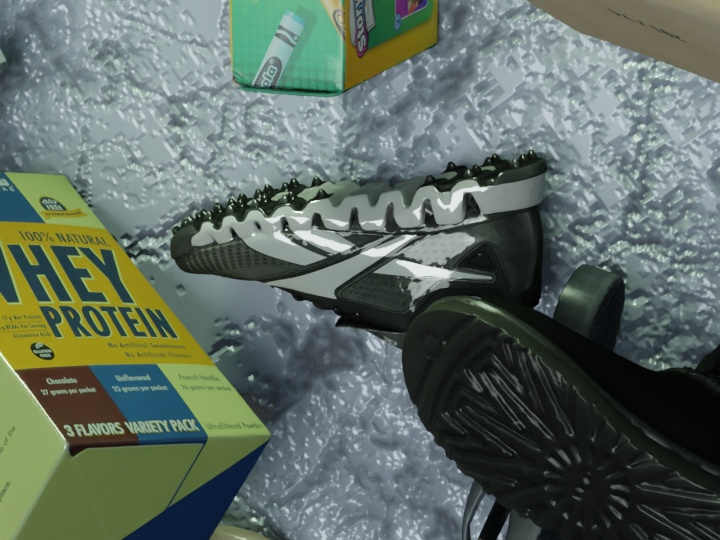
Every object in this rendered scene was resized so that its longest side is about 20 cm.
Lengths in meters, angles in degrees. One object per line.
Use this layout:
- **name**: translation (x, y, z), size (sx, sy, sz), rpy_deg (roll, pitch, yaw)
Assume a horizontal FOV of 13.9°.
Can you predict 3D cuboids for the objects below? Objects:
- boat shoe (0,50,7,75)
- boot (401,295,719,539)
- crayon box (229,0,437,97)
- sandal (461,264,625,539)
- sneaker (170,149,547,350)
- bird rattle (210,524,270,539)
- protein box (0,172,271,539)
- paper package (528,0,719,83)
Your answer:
- **boat shoe**: translation (-0.267, -0.074, 1.509), size (0.200, 0.074, 0.067), rpy_deg (-35, 92, 28)
- **boot**: translation (0.132, 0.060, 1.326), size (0.211, 0.158, 0.080), rpy_deg (36, 127, 7)
- **crayon box**: translation (-0.011, -0.189, 1.339), size (0.058, 0.119, 0.201), rpy_deg (6, 107, 22)
- **sandal**: translation (0.081, 0.092, 1.408), size (0.043, 0.076, 0.201), rpy_deg (17, 100, 17)
- **sneaker**: translation (0.000, 0.000, 1.417), size (0.199, 0.066, 0.091), rpy_deg (-7, 100, 23)
- **bird rattle**: translation (-0.066, 0.208, 1.492), size (0.199, 0.113, 0.164), rpy_deg (-29, 76, 25)
- **protein box**: translation (-0.186, 0.089, 1.449), size (0.200, 0.135, 0.199), rpy_deg (49, 120, 32)
- **paper package**: translation (0.142, -0.141, 1.211), size (0.199, 0.190, 0.104), rpy_deg (24, 89, 36)
